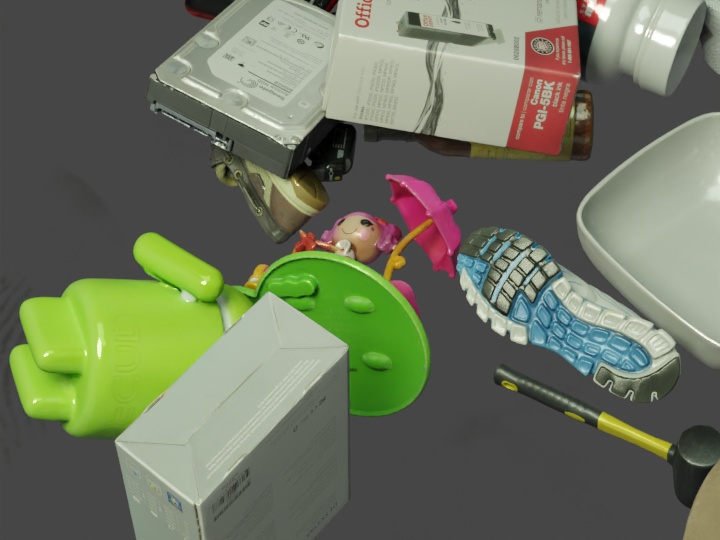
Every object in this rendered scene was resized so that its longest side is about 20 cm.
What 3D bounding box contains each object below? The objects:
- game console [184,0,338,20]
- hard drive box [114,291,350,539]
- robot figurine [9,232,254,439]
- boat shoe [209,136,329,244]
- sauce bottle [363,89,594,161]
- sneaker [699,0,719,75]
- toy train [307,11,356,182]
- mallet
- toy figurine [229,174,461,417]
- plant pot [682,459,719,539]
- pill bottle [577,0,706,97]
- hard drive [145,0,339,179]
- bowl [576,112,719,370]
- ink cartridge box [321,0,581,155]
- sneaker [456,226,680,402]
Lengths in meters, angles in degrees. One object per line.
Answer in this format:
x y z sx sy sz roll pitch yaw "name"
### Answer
-0.052 -0.319 1.570 0.118 0.172 0.201 32 56 -9 "game console"
-0.082 0.140 1.168 0.076 0.201 0.156 32 58 23 "hard drive box"
-0.153 0.065 1.242 0.198 0.177 0.116 1 33 -27 "robot figurine"
-0.099 -0.100 1.431 0.065 0.073 0.200 -47 46 10 "boat shoe"
0.101 -0.127 1.455 0.197 0.066 0.067 0 53 0 "sauce bottle"
0.342 -0.251 1.540 0.113 0.076 0.200 -35 58 -21 "sneaker"
-0.016 -0.159 1.497 0.045 0.034 0.202 7 54 0 "toy train"
0.191 0.124 1.290 0.198 0.066 0.041 20 56 32 "mallet"
0.000 0.000 1.344 0.198 0.151 0.184 0 34 31 "toy figurine"
0.319 0.199 1.151 0.173 0.201 0.201 16 52 33 "plant pot"
0.199 -0.233 1.499 0.198 0.120 0.120 24 56 17 "pill bottle"
-0.074 -0.166 1.420 0.139 0.038 0.200 27 41 11 "hard drive"
0.292 -0.017 1.367 0.199 0.075 0.200 -34 60 -22 "bowl"
0.075 -0.183 1.386 0.197 0.084 0.148 9 40 -3 "ink cartridge box"
0.163 0.037 1.322 0.199 0.087 0.075 36 98 14 "sneaker"
